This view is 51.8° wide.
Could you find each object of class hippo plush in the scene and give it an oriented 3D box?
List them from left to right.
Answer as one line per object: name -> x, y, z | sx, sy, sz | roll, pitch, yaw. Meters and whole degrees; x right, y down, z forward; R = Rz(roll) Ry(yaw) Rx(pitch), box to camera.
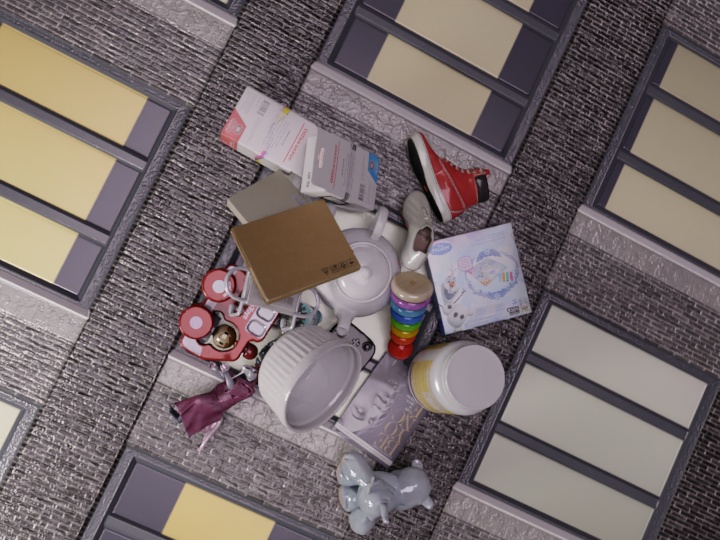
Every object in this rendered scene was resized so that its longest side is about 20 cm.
hippo plush -> 0.055, 0.426, 1.499 | 0.160, 0.200, 0.160 | -11, 67, -27

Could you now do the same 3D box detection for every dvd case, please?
dvd case -> 0.056, 0.295, 1.567 | 0.148, 0.016, 0.200 | 37, 84, -7

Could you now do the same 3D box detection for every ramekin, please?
ramekin -> -0.103, 0.201, 1.427 | 0.105, 0.200, 0.200 | 34, 82, 33

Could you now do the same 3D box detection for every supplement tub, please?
supplement tub -> 0.191, 0.215, 1.488 | 0.145, 0.200, 0.146 | 2, 81, -15

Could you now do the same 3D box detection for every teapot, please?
teapot -> 0.000, 0.000, 1.497 | 0.197, 0.146, 0.201 | -24, 92, -9

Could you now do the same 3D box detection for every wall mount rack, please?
wall mount rack -> -0.173, 0.017, 1.422 | 0.199, 0.074, 0.175 | 18, 76, -29

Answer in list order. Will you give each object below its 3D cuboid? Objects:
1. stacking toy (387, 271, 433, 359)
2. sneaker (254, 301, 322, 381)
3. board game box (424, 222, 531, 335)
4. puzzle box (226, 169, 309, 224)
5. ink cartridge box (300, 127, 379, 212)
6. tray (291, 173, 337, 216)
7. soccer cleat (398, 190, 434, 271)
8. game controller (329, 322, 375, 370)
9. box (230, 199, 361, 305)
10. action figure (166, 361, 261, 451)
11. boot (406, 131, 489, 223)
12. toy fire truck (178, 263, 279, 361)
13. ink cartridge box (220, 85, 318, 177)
stacking toy -> 0.090, 0.103, 1.507 | 0.085, 0.086, 0.201 | 2, 127, -9
sneaker -> -0.138, 0.159, 1.507 | 0.078, 0.086, 0.200 | 41, 106, 33
board game box -> 0.247, 0.016, 1.588 | 0.199, 0.043, 0.200 | -13, 92, -9
puzzle box -> -0.149, -0.093, 1.445 | 0.133, 0.025, 0.200 | -33, 75, -28
ink cartridge box -> -0.050, -0.196, 1.466 | 0.200, 0.068, 0.117 | 18, 76, -52
tray -> -0.096, -0.148, 1.514 | 0.107, 0.022, 0.201 | 21, 68, -7
soccer cleat -> 0.123, -0.089, 1.519 | 0.069, 0.078, 0.201 | 22, 54, -20
game controller -> -0.061, 0.203, 1.536 | 0.104, 0.042, 0.200 | 41, 83, -7
box -> -0.121, -0.040, 1.394 | 0.199, 0.021, 0.164 | -20, 69, -24
action figure -> -0.269, 0.253, 1.456 | 0.199, 0.134, 0.149 | -28, 94, -6
boot -> 0.192, -0.220, 1.571 | 0.144, 0.072, 0.201 | -28, 102, -9
toy fire truck -> -0.257, 0.093, 1.469 | 0.168, 0.112, 0.201 | 31, 86, -6
ink cartridge box -> -0.170, -0.269, 1.509 | 0.199, 0.067, 0.117 | 29, 80, -7
